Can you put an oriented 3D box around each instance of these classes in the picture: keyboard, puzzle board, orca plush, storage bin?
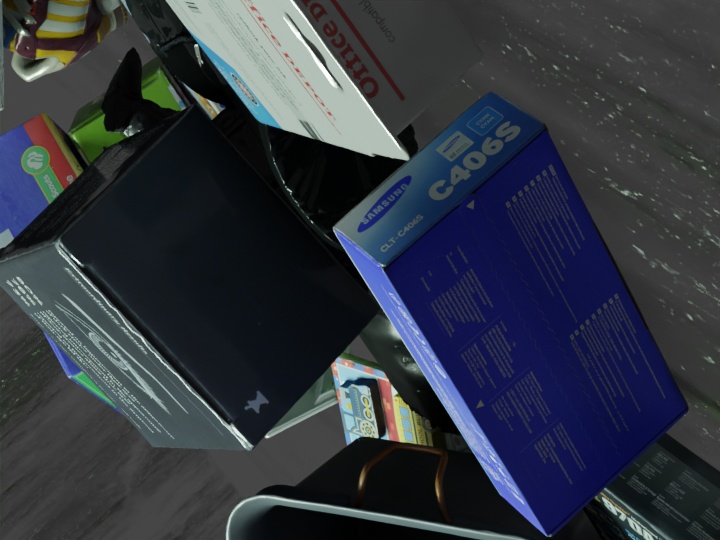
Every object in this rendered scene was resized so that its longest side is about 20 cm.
[{"bbox_3d":[-0.032,0.062,1.462,0.011,0.056,0.200,54,-167,-13],"label":"keyboard"},{"bbox_3d":[0.050,0.156,1.339,0.150,0.017,0.202,16,127,43],"label":"puzzle board"},{"bbox_3d":[-0.063,-0.071,1.315,0.200,0.071,0.105,42,-160,-21],"label":"orca plush"},{"bbox_3d":[0.042,0.156,1.219,0.198,0.134,0.147,6,113,22],"label":"storage bin"}]

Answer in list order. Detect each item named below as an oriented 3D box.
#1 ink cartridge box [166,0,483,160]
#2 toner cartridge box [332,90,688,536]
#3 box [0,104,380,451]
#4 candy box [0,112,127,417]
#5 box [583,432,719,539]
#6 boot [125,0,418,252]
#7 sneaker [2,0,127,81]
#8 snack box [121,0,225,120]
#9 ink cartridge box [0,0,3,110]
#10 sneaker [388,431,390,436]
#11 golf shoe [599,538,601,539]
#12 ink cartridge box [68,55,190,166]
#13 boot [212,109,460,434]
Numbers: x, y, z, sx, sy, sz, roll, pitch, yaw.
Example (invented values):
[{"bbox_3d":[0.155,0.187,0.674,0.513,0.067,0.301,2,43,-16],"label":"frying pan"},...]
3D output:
[{"bbox_3d":[-0.022,-0.118,0.923,0.116,0.068,0.200,52,170,-20],"label":"ink cartridge box"},{"bbox_3d":[0.072,0.024,0.972,0.043,0.095,0.201,37,164,47],"label":"toner cartridge box"},{"bbox_3d":[-0.100,0.010,1.157,0.148,0.104,0.200,48,162,-12],"label":"box"},{"bbox_3d":[-0.173,0.006,1.441,0.170,0.077,0.200,59,-177,17],"label":"candy box"},{"bbox_3d":[0.189,0.160,1.114,0.200,0.046,0.159,37,164,51],"label":"box"},{"bbox_3d":[-0.053,-0.102,1.111,0.199,0.073,0.162,58,166,-12],"label":"boot"},{"bbox_3d":[-0.214,-0.188,1.429,0.075,0.090,0.200,45,170,21],"label":"sneaker"},{"bbox_3d":[-0.103,-0.127,1.368,0.072,0.024,0.201,41,167,49],"label":"snack box"},{"bbox_3d":[-0.310,-0.203,1.375,0.145,0.146,0.202,-163,72,-70],"label":"ink cartridge box"},{"bbox_3d":[0.067,0.128,1.431,0.200,0.088,0.076,79,-170,-62],"label":"sneaker"},{"bbox_3d":[0.154,0.176,1.303,0.200,0.078,0.095,44,152,20],"label":"golf shoe"},{"bbox_3d":[-0.110,-0.037,1.454,0.201,0.075,0.148,57,-179,-11],"label":"ink cartridge box"},{"bbox_3d":[0.000,-0.001,1.237,0.198,0.073,0.163,37,168,44],"label":"boot"}]
